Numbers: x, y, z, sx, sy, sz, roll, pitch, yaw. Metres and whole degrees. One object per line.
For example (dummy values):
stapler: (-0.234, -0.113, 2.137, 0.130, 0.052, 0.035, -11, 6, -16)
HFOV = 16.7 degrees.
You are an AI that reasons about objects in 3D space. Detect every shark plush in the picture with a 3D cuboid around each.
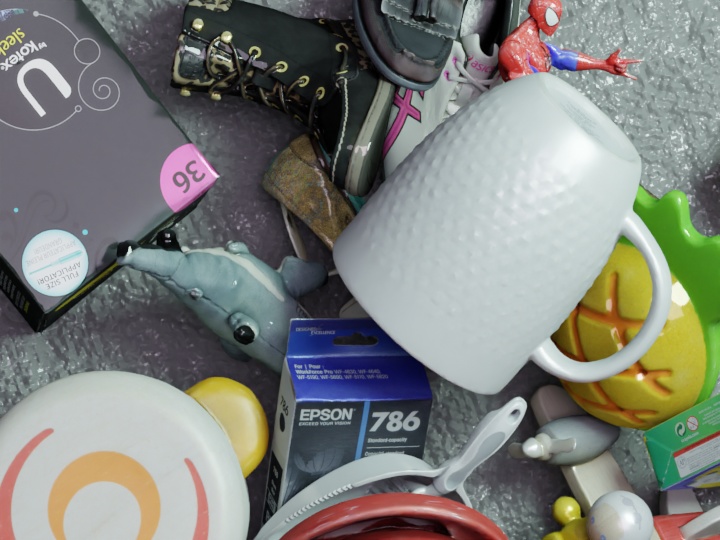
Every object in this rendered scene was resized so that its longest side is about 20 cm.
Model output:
shark plush: (-0.076, 0.018, 1.610, 0.091, 0.200, 0.084, -35, 46, 8)

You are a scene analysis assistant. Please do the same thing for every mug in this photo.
mug: (0.110, -0.016, 1.575, 0.200, 0.148, 0.176, 43, 108, 7)

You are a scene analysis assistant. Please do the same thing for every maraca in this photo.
maraca: (0.192, 0.028, 1.641, 0.137, 0.201, 0.107, 44, 50, 16)

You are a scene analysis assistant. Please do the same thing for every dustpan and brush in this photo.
dustpan and brush: (0.037, 0.149, 1.599, 0.139, 0.057, 0.200, 31, 103, -30)

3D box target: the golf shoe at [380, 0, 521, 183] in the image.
golf shoe: (0.063, -0.128, 1.705, 0.072, 0.092, 0.201, 15, 82, -10)

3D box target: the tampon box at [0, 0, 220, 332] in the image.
tampon box: (-0.216, -0.085, 1.629, 0.150, 0.126, 0.200, -40, 91, -13)

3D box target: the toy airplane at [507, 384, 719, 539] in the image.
toy airplane: (0.179, 0.190, 1.659, 0.199, 0.141, 0.200, 22, 60, 6)

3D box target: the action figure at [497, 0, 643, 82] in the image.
action figure: (0.126, -0.087, 1.663, 0.098, 0.065, 0.201, 15, 112, 11)

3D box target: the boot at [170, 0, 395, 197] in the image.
boot: (-0.053, -0.124, 1.650, 0.149, 0.201, 0.074, 12, 124, -4)

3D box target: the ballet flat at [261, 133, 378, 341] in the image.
ballet flat: (0.000, 0.000, 1.696, 0.070, 0.071, 0.201, -34, 91, -13)

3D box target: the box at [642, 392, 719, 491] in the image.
box: (0.300, 0.108, 1.667, 0.199, 0.117, 0.049, -2, 68, -42)

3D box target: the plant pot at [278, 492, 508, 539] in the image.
plant pot: (0.029, 0.253, 1.521, 0.199, 0.201, 0.183, 3, 43, -10)

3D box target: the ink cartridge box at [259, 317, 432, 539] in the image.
ink cartridge box: (-0.010, 0.128, 1.629, 0.099, 0.039, 0.201, -1, 115, -18)

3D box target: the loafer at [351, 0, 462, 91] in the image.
loafer: (0.038, -0.205, 1.669, 0.071, 0.063, 0.201, 22, 39, -17)

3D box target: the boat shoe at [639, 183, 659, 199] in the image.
boat shoe: (0.182, -0.030, 1.729, 0.068, 0.072, 0.200, -43, 87, -1)

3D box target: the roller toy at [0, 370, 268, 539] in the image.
roller toy: (-0.163, 0.156, 1.601, 0.181, 0.140, 0.202, 13, 87, 0)
